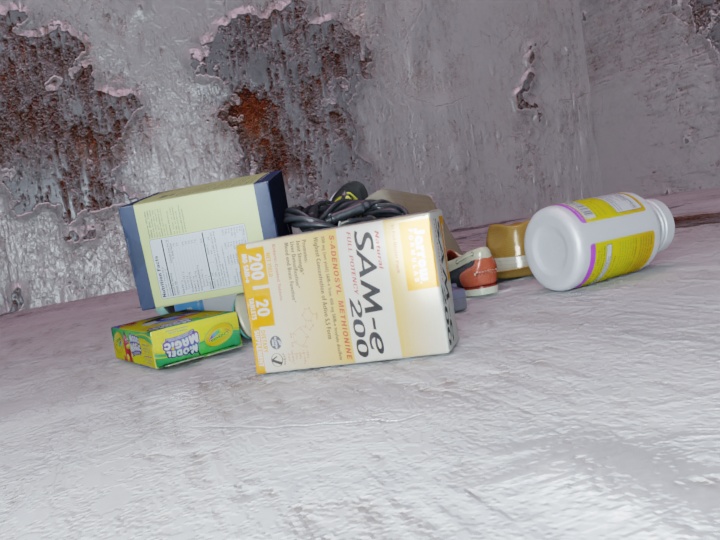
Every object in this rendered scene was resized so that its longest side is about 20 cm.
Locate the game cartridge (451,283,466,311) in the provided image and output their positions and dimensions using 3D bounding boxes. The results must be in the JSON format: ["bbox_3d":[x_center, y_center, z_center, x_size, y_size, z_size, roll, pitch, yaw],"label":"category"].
[{"bbox_3d":[0.054,0.039,0.952,0.126,0.040,0.200,-6,4,-9],"label":"game cartridge"}]

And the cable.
[{"bbox_3d":[-0.013,-0.065,1.006,0.160,0.052,0.197,16,22,38],"label":"cable"}]

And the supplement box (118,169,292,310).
[{"bbox_3d":[-0.201,-0.049,0.993,0.194,0.138,0.200,-10,11,1],"label":"supplement box"}]

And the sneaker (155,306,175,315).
[{"bbox_3d":[-0.325,0.061,1.283,0.137,0.080,0.198,-9,-6,31],"label":"sneaker"}]

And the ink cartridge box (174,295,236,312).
[{"bbox_3d":[-0.190,0.037,1.146,0.194,0.087,0.145,-11,6,-2],"label":"ink cartridge box"}]

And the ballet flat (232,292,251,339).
[{"bbox_3d":[-0.127,0.045,0.977,0.067,0.072,0.200,-9,5,1],"label":"ballet flat"}]

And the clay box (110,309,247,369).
[{"bbox_3d":[-0.231,0.083,0.902,0.113,0.049,0.198,-13,5,-34],"label":"clay box"}]

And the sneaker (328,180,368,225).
[{"bbox_3d":[-0.020,-0.084,1.145,0.085,0.074,0.202,-47,14,44],"label":"sneaker"}]

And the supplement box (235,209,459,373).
[{"bbox_3d":[-0.011,0.021,0.686,0.194,0.130,0.073,-9,3,17],"label":"supplement box"}]

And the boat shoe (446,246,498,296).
[{"bbox_3d":[0.139,0.001,1.044,0.069,0.065,0.199,-13,4,-17],"label":"boat shoe"}]

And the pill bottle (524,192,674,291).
[{"bbox_3d":[0.315,-0.043,0.923,0.195,0.108,0.103,-11,5,-29],"label":"pill bottle"}]

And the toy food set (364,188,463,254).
[{"bbox_3d":[0.095,-0.055,1.205,0.060,0.146,0.198,-38,-20,30],"label":"toy food set"}]

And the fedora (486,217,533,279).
[{"bbox_3d":[0.256,-0.040,1.152,0.194,0.084,0.201,-10,5,1],"label":"fedora"}]
